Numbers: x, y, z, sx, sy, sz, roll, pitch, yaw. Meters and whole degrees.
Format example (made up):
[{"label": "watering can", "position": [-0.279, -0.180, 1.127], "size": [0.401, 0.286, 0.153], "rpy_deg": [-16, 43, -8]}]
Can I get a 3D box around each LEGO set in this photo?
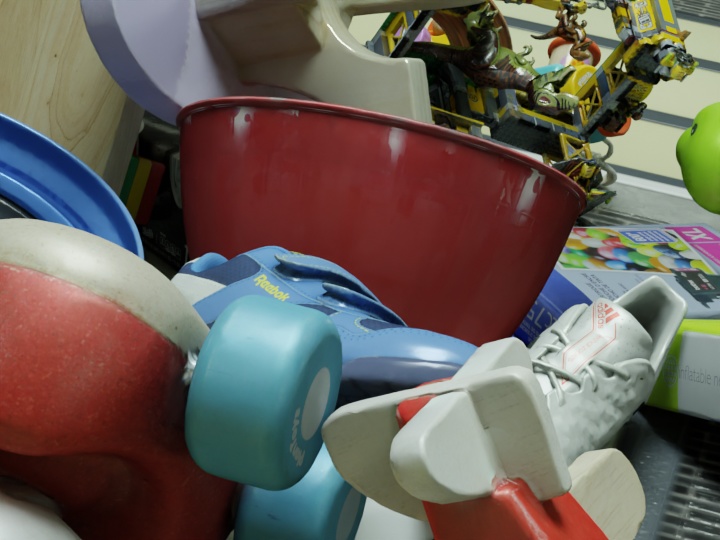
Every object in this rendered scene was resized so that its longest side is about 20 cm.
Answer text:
[{"label": "LEGO set", "position": [0.092, -0.092, 1.131], "size": [0.200, 0.154, 0.116], "rpy_deg": [22, 42, -32]}]

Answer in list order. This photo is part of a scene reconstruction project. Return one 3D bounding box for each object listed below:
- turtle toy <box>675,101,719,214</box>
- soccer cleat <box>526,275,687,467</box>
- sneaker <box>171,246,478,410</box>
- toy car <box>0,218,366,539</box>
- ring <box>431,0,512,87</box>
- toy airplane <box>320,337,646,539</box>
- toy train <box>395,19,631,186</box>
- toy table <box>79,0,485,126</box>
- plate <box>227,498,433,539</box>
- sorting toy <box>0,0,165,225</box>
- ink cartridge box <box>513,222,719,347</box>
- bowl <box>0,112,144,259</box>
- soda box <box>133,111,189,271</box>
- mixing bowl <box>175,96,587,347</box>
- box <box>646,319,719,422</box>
[{"label": "turtle toy", "position": [0.263, -0.041, 1.162], "size": [0.101, 0.146, 0.200], "rpy_deg": [-12, 29, -26]}, {"label": "soccer cleat", "position": [0.089, 0.055, 0.921], "size": [0.069, 0.085, 0.200], "rpy_deg": [43, 31, 14]}, {"label": "sneaker", "position": [-0.019, 0.028, 0.796], "size": [0.200, 0.074, 0.082], "rpy_deg": [3, 58, 44]}, {"label": "toy car", "position": [-0.119, 0.101, 0.691], "size": [0.184, 0.177, 0.200], "rpy_deg": [15, 63, 15]}, {"label": "ring", "position": [-0.011, -0.124, 1.197], "size": [0.200, 0.201, 0.019], "rpy_deg": [4, 54, -11]}, {"label": "toy airplane", "position": [0.049, 0.126, 0.670], "size": [0.200, 0.141, 0.199], "rpy_deg": [24, 40, -38]}, {"label": "toy train", "position": [0.077, -0.120, 1.295], "size": [0.200, 0.056, 0.150], "rpy_deg": [16, -18, 4]}, {"label": "toy table", "position": [-0.030, -0.135, 0.994], "size": [0.117, 0.184, 0.200], "rpy_deg": [-7, 11, 29]}, {"label": "plate", "position": [-0.087, 0.081, 0.880], "size": [0.199, 0.032, 0.200], "rpy_deg": [27, 28, 37]}, {"label": "sorting toy", "position": [-0.178, -0.115, 1.105], "size": [0.199, 0.200, 0.070], "rpy_deg": [19, 4, 32]}, {"label": "ink cartridge box", "position": [0.136, 0.014, 1.113], "size": [0.200, 0.042, 0.119], "rpy_deg": [-4, 26, -25]}, {"label": "bowl", "position": [-0.197, -0.013, 0.908], "size": [0.200, 0.039, 0.201], "rpy_deg": [18, 31, -11]}, {"label": "soda box", "position": [-0.114, -0.060, 1.160], "size": [0.071, 0.063, 0.200], "rpy_deg": [-10, 29, -37]}, {"label": "mixing bowl", "position": [0.000, 0.000, 0.959], "size": [0.200, 0.109, 0.200], "rpy_deg": [11, -9, 2]}, {"label": "box", "position": [0.223, 0.050, 0.962], "size": [0.122, 0.048, 0.200], "rpy_deg": [2, 2, -17]}]
